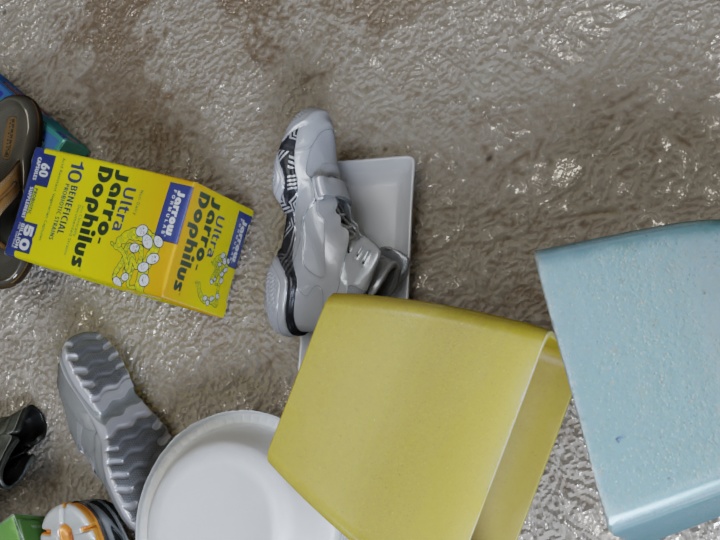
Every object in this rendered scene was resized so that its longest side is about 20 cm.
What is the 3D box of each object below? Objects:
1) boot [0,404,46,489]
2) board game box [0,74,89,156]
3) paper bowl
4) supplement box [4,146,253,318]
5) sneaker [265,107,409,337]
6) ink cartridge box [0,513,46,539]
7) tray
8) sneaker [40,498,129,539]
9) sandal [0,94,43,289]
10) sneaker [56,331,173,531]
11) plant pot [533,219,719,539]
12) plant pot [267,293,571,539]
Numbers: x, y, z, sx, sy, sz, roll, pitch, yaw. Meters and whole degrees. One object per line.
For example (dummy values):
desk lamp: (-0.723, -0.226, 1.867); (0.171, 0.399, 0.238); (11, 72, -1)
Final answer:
boot: (-0.387, 0.209, 1.215); (0.129, 0.068, 0.201); (-16, 35, 26)
board game box: (-0.399, -0.121, 1.353); (0.199, 0.045, 0.153); (39, 97, 28)
paper bowl: (-0.102, 0.221, 1.085); (0.197, 0.104, 0.204); (-5, 75, 20)
supplement box: (-0.220, -0.037, 1.207); (0.197, 0.109, 0.111); (13, 85, 28)
sneaker: (-0.016, -0.040, 1.101); (0.113, 0.075, 0.204); (4, 86, 27)
ink cartridge box: (-0.358, 0.306, 1.204); (0.199, 0.104, 0.060); (-34, 65, 16)
tray: (0.000, 0.000, 1.137); (0.106, 0.022, 0.204); (-2, 78, 27)
sneaker: (-0.227, 0.303, 1.159); (0.077, 0.077, 0.203); (-12, 92, 20)
sandal: (-0.362, -0.083, 1.270); (0.081, 0.054, 0.204); (1, 80, 25)
sneaker: (-0.232, 0.160, 1.206); (0.082, 0.074, 0.202); (-48, 62, 49)
plant pot: (0.257, 0.071, 0.903); (0.197, 0.196, 0.199); (-17, 71, 14)
plant pot: (0.045, 0.118, 0.970); (0.174, 0.200, 0.203); (21, 88, 19)
